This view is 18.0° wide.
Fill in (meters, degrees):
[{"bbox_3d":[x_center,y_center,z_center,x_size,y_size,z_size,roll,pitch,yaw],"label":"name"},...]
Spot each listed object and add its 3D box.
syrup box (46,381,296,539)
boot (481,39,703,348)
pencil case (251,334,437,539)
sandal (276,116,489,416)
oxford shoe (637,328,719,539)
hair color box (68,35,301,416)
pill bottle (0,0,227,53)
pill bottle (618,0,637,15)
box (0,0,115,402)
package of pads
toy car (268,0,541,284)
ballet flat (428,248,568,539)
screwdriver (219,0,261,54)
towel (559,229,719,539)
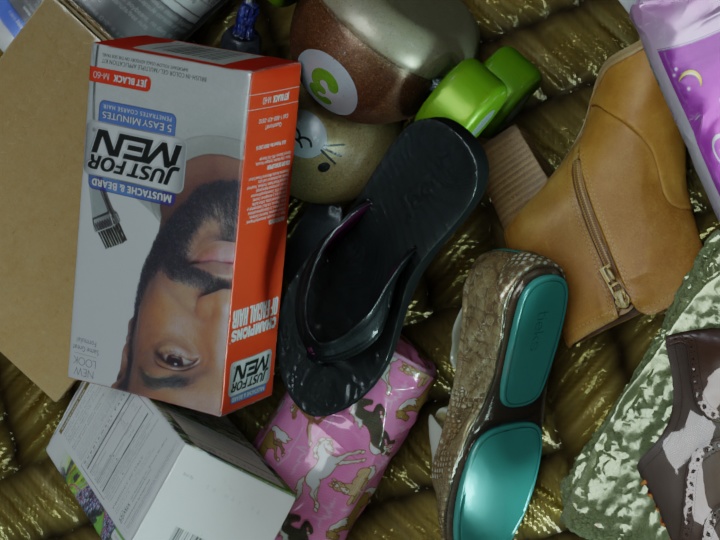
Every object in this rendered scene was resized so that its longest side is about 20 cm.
[{"bbox_3d":[-0.117,0.120,1.350,0.079,0.200,0.082,28,93,-24],"label":"syrup box"},{"bbox_3d":[0.176,-0.055,1.339,0.201,0.071,0.144,-34,81,17],"label":"boot"},{"bbox_3d":[-0.032,0.117,1.383,0.086,0.083,0.200,32,96,-7],"label":"pencil case"},{"bbox_3d":[0.000,-0.001,1.291,0.075,0.048,0.201,39,117,20],"label":"sandal"},{"bbox_3d":[0.191,0.132,1.267,0.073,0.071,0.201,6,86,17],"label":"oxford shoe"},{"bbox_3d":[-0.103,-0.028,1.316,0.111,0.064,0.201,12,105,26],"label":"hair color box"},{"bbox_3d":[-0.135,-0.199,1.430,0.200,0.114,0.114,-41,74,11],"label":"pill bottle"},{"bbox_3d":[0.223,-0.231,1.307,0.200,0.116,0.116,-33,75,14],"label":"pill bottle"},{"bbox_3d":[-0.185,-0.043,1.393,0.163,0.021,0.200,42,109,4],"label":"box"},{"bbox_3d":[0.239,-0.078,1.243,0.120,0.076,0.201,-24,81,14],"label":"package of pads"},{"bbox_3d":[-0.021,-0.091,1.371,0.164,0.158,0.200,41,110,8],"label":"toy car"},{"bbox_3d":[0.076,0.078,1.353,0.065,0.070,0.201,33,115,47],"label":"ballet flat"},{"bbox_3d":[-0.065,-0.176,1.391,0.029,0.028,0.200,54,145,34],"label":"screwdriver"},{"bbox_3d":[0.218,0.092,1.307,0.148,0.036,0.200,30,97,6],"label":"towel"}]
